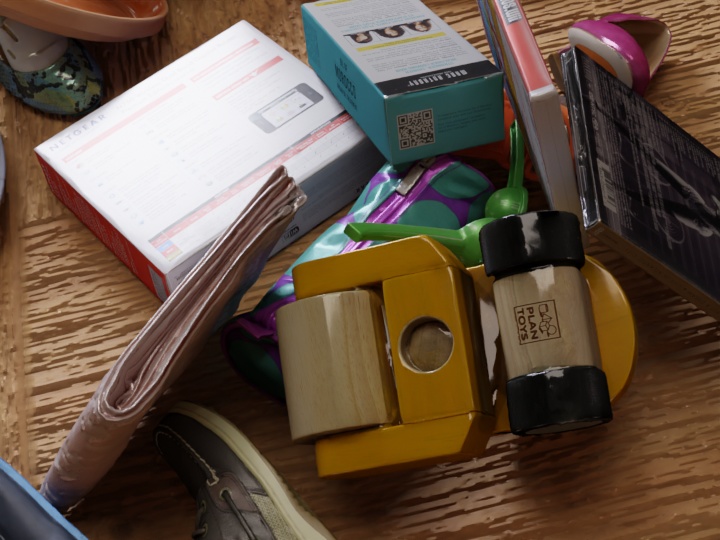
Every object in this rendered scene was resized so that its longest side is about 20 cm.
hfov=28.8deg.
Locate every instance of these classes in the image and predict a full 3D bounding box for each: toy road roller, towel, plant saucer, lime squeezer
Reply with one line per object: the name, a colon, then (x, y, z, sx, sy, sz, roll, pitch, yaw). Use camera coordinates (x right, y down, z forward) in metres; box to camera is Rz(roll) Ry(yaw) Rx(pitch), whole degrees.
toy road roller: (0.063, 0.051, 0.826, 0.200, 0.146, 0.123, -12, 76, 15)
towel: (-0.114, 0.048, 0.836, 0.032, 0.200, 0.191, 37, 59, -1)
plant saucer: (-0.256, -0.233, 1.137, 0.200, 0.032, 0.200, 21, 22, -9)
lime squeezer: (0.073, -0.037, 0.882, 0.071, 0.038, 0.200, 31, 40, 22)

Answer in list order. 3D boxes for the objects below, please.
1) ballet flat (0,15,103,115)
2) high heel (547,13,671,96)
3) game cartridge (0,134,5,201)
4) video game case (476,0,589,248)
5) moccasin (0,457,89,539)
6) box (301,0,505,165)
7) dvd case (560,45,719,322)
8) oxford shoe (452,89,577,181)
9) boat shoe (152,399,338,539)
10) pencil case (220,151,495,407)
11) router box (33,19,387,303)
ballet flat: (-0.284, -0.195, 1.148, 0.074, 0.074, 0.200, -38, 53, -21)
high heel: (0.195, -0.153, 0.977, 0.096, 0.200, 0.067, -22, 94, 0)
game cartridge: (-0.337, -0.103, 1.052, 0.133, 0.040, 0.200, 8, 37, -31)
video game case: (0.099, -0.127, 0.874, 0.017, 0.143, 0.200, -18, 50, 5)
moccasin: (-0.224, 0.152, 0.832, 0.200, 0.080, 0.068, 31, 65, 32)
box: (0.025, -0.141, 0.972, 0.082, 0.049, 0.200, -13, 31, -12)
dvd case: (0.200, -0.037, 0.865, 0.016, 0.200, 0.149, -37, 38, 34)
oxford shoe: (0.104, -0.110, 1.021, 0.073, 0.071, 0.200, 2, 25, -41)
boat shoe: (-0.066, 0.153, 0.807, 0.066, 0.072, 0.201, -34, 56, -25)
pencil case: (0.000, 0.000, 0.914, 0.085, 0.092, 0.200, 28, 60, 26)
router box: (-0.107, -0.082, 1.032, 0.200, 0.049, 0.179, -35, 52, -19)
